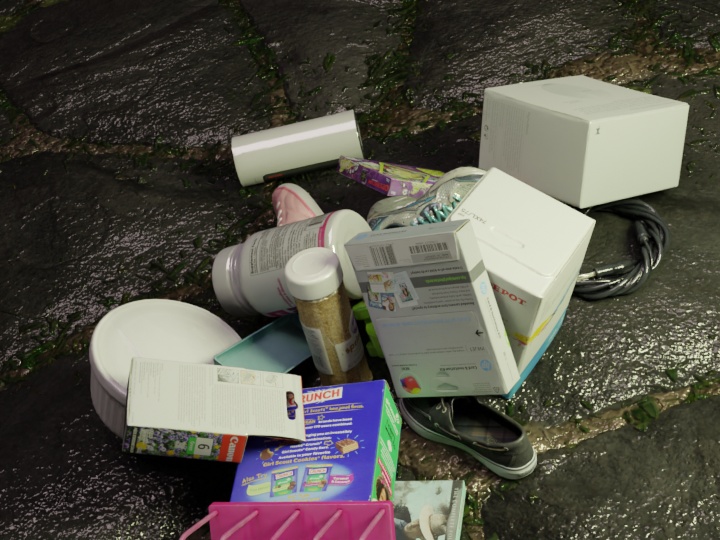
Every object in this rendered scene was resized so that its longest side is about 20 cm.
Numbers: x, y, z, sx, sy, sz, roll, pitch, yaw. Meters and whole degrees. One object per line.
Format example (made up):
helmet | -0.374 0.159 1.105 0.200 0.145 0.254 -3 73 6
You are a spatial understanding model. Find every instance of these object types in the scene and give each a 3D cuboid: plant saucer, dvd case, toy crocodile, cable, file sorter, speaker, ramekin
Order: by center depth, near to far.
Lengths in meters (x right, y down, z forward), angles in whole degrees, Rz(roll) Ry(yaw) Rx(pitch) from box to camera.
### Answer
file sorter | -0.072 0.317 1.296 0.199 0.140 0.125 -3 5 15
dvd case | 0.012 0.293 1.426 0.199 0.022 0.146 -2 41 15
ramekin | -0.241 0.135 1.590 0.201 0.095 0.203 15 36 -11
plant saucer | -0.110 0.104 1.616 0.070 0.019 0.200 38 29 12
toy crocodile | 0.034 0.057 1.631 0.061 0.068 0.200 -18 12 11
cable | 0.327 -0.045 1.704 0.162 0.051 0.200 16 47 33
speaker | -0.097 -0.188 1.993 0.199 0.082 0.081 -12 39 4

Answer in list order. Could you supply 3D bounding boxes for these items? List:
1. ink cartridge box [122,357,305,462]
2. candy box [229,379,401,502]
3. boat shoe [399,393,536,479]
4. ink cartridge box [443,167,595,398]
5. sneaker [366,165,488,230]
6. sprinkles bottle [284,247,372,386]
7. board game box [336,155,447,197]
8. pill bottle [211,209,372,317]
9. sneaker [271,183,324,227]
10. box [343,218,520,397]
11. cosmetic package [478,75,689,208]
ink cartridge box | -0.166 0.161 1.462 0.199 0.051 0.109 7 38 -12
candy box | -0.049 0.225 1.452 0.168 0.077 0.201 -8 40 15
boat shoe | 0.120 0.172 1.499 0.070 0.067 0.200 -36 43 -24
ink cartridge box | 0.167 0.016 1.537 0.146 0.201 0.146 30 53 17
sneaker | 0.094 -0.063 1.656 0.199 0.078 0.087 -23 29 27
sprinkles bottle | -0.037 0.068 1.569 0.068 0.201 0.068 -9 39 8
board game box | 0.078 -0.123 1.801 0.199 0.033 0.120 5 12 -40
pill bottle | -0.085 -0.003 1.654 0.199 0.114 0.114 -13 35 32
sneaker | -0.102 -0.050 1.831 0.104 0.076 0.200 -24 43 -19
box | 0.081 0.047 1.463 0.155 0.201 0.041 -6 20 38
cosmetic package | 0.301 -0.179 1.755 0.198 0.124 0.200 -13 24 -35
